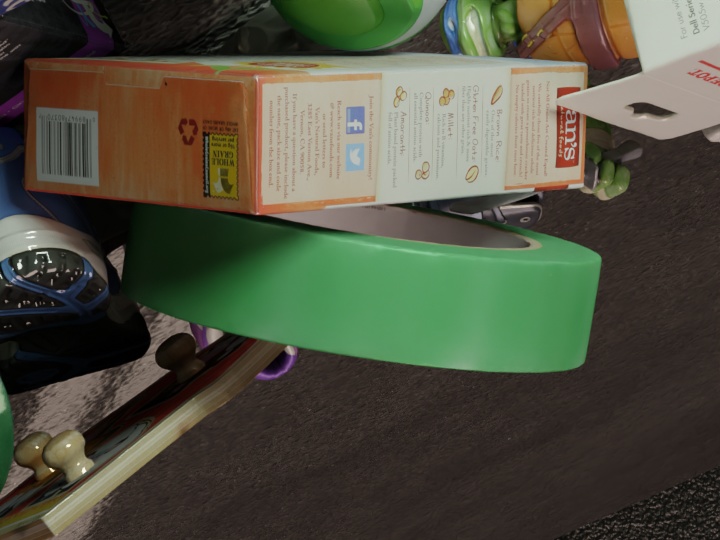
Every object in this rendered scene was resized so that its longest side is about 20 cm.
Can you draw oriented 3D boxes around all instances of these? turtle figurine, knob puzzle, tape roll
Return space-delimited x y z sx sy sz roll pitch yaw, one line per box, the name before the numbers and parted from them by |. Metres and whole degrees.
turtle figurine | 0.124 -0.108 1.273 0.194 0.144 0.200 -10 175 13
knob puzzle | -0.102 0.060 1.241 0.220 0.030 0.220 -36 -175 4
tape roll | 0.000 0.000 1.175 0.200 0.048 0.200 9 -173 -1

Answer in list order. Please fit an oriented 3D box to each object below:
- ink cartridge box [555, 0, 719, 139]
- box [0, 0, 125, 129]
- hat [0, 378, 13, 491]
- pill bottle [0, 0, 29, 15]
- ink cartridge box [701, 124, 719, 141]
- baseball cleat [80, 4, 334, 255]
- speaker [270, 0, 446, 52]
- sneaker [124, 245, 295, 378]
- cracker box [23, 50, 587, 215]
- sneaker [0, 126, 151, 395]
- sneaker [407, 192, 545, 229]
ink cartridge box | 0.182 -0.120 1.133 0.200 0.067 0.117 -19 165 28
box | -0.199 -0.074 1.087 0.143 0.036 0.200 -33 166 18
hat | -0.201 0.016 1.241 0.200 0.166 0.176 -34 -167 37
pill bottle | -0.116 -0.138 0.853 0.200 0.111 0.111 -27 166 -2
ink cartridge box | 0.249 -0.165 1.375 0.200 0.125 0.129 -32 167 26
baseball cleat | -0.080 -0.053 1.299 0.200 0.070 0.106 -28 162 6
speaker | -0.012 -0.145 1.068 0.088 0.088 0.200 -28 166 3
sneaker | -0.072 0.013 1.436 0.073 0.114 0.200 -29 167 0
cracker box | -0.020 -0.059 1.132 0.134 0.058 0.200 7 -170 43
sneaker | -0.139 0.000 1.216 0.076 0.077 0.200 -16 162 -8
sneaker | 0.025 -0.048 1.467 0.146 0.077 0.202 -15 175 -1
